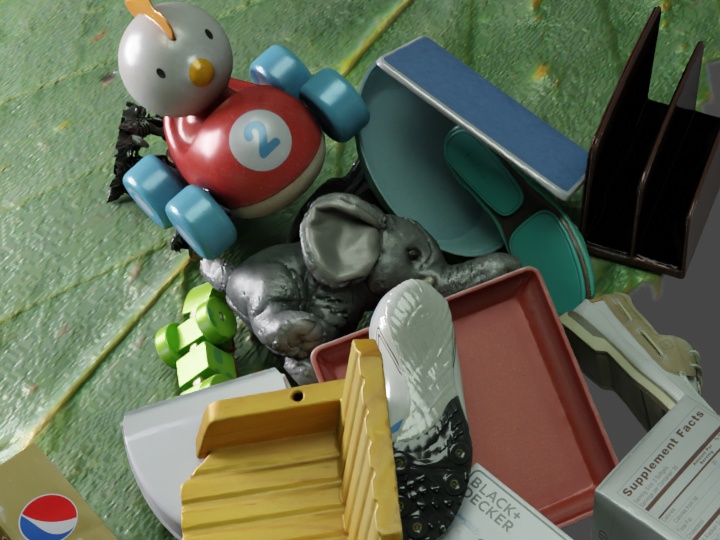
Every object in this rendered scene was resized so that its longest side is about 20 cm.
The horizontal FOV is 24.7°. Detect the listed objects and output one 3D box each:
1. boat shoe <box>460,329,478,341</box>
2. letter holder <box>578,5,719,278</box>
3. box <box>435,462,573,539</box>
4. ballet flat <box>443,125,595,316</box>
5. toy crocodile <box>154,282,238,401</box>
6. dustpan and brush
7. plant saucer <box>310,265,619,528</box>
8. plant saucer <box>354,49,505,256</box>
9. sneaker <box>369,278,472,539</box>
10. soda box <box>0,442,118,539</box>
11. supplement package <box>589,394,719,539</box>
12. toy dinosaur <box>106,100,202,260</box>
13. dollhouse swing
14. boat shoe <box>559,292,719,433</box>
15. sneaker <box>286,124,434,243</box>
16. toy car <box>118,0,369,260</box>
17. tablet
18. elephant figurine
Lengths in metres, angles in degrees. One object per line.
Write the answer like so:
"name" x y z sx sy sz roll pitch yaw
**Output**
"boat shoe" 0.066 0.097 1.349 0.202 0.075 0.075 -29 81 -16
"letter holder" 0.274 -0.121 1.462 0.100 0.142 0.200 16 52 17
"box" 0.062 0.251 1.188 0.200 0.060 0.117 -44 60 -15
"ballet flat" 0.150 -0.051 1.439 0.200 0.067 0.070 55 33 6
"toy crocodile" -0.127 0.089 1.370 0.067 0.062 0.201 -32 44 29
"dustpan and brush" -0.097 0.190 1.257 0.139 0.057 0.201 -17 62 2
"plant saucer" 0.083 0.123 1.289 0.199 0.037 0.200 -21 83 -12
"plant saucer" 0.064 -0.101 1.470 0.199 0.036 0.201 19 59 -34
"sneaker" 0.042 0.107 1.220 0.071 0.073 0.201 2 68 -7
"soda box" -0.214 0.227 1.249 0.064 0.068 0.200 -34 56 -23
"supplement package" 0.279 0.209 1.199 0.200 0.117 0.117 33 59 28
"toy dinosaur" -0.160 -0.096 1.524 0.135 0.103 0.200 11 31 -7
"dollhouse swing" -0.053 0.163 1.124 0.181 0.176 0.201 -9 61 6
"boat shoe" 0.244 0.085 1.334 0.068 0.075 0.200 -33 54 -16
"sneaker" 0.019 -0.063 1.486 0.091 0.076 0.200 39 55 7
"toy car" -0.131 -0.150 1.357 0.184 0.200 0.177 -42 35 -11
"tablet" 0.112 -0.134 1.426 0.200 0.014 0.130 36 26 7
"elephant figurine" 0.000 0.000 1.355 0.200 0.155 0.141 -42 23 -3
